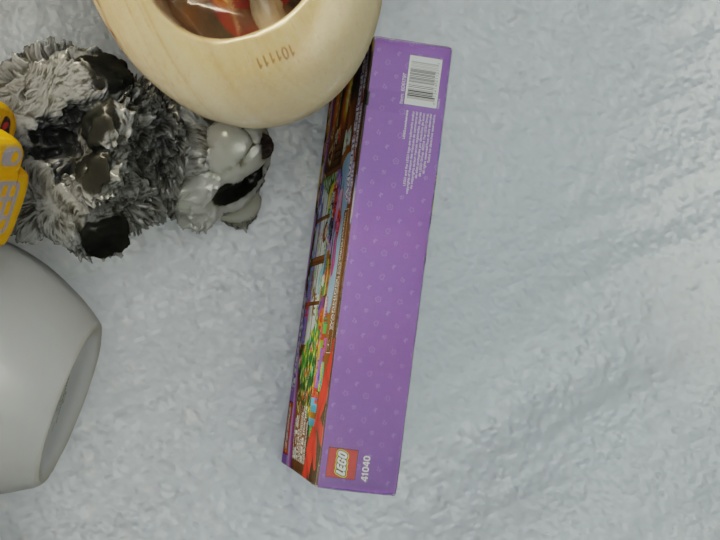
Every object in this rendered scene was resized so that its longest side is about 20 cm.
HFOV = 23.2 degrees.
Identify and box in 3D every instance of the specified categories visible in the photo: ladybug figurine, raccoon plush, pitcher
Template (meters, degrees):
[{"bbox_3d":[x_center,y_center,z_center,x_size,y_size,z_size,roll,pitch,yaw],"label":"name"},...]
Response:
[{"bbox_3d":[-0.057,-0.156,0.776,0.136,0.072,0.200,-20,83,11],"label":"ladybug figurine"},{"bbox_3d":[-0.137,-0.070,0.857,0.200,0.134,0.097,20,102,26],"label":"raccoon plush"},{"bbox_3d":[-0.234,0.051,0.817,0.200,0.121,0.172,19,110,1],"label":"pitcher"}]

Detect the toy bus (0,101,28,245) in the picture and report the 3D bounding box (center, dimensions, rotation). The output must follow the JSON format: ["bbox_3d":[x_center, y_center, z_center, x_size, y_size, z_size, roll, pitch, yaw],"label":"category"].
[{"bbox_3d":[-0.227,-0.068,0.783,0.200,0.078,0.065,27,105,24],"label":"toy bus"}]

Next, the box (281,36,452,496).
[{"bbox_3d":[0.000,0.000,0.826,0.039,0.137,0.200,8,87,-8],"label":"box"}]
